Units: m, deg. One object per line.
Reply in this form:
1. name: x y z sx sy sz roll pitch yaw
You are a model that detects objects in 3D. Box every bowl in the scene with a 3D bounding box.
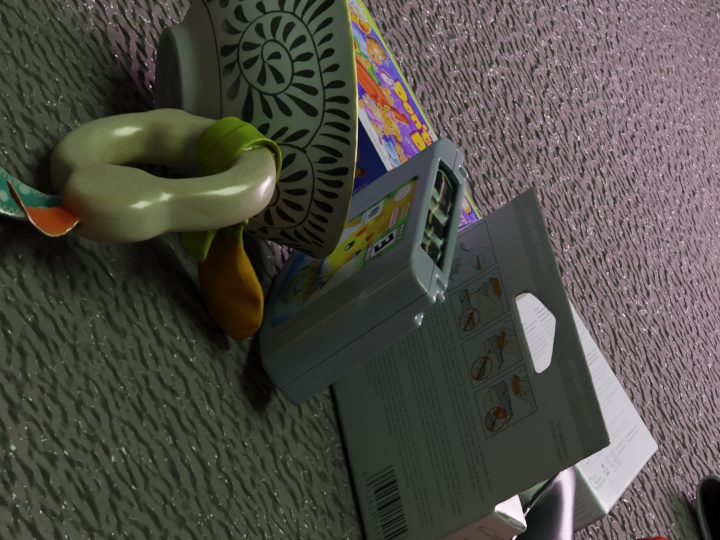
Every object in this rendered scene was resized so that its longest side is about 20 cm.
1. bowl: -0.071 -0.105 1.416 0.094 0.201 0.202 -3 54 -16

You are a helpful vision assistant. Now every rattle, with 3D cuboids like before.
1. rattle: -0.135 -0.009 1.288 0.130 0.143 0.200 32 33 15

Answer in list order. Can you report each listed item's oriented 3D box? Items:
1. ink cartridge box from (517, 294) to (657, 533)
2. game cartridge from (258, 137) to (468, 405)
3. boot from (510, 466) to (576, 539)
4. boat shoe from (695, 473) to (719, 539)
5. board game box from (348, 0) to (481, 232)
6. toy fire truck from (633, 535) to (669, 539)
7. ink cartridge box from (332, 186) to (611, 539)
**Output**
1. ink cartridge box: 0.144 0.083 1.779 0.201 0.040 0.199 60 21 1
2. game cartridge: 0.000 0.000 1.433 0.040 0.133 0.200 46 24 -15
3. boot: 0.130 0.220 1.519 0.169 0.076 0.200 54 29 -5
4. boat shoe: 0.325 0.256 1.944 0.071 0.070 0.202 26 34 -39
5. board game box: 0.003 -0.107 1.701 0.201 0.045 0.134 61 21 3
6. toy fire truck: 0.256 0.268 1.654 0.049 0.141 0.201 28 38 -54
7. ink cartridge box: 0.067 0.071 1.438 0.044 0.173 0.201 36 32 -46
